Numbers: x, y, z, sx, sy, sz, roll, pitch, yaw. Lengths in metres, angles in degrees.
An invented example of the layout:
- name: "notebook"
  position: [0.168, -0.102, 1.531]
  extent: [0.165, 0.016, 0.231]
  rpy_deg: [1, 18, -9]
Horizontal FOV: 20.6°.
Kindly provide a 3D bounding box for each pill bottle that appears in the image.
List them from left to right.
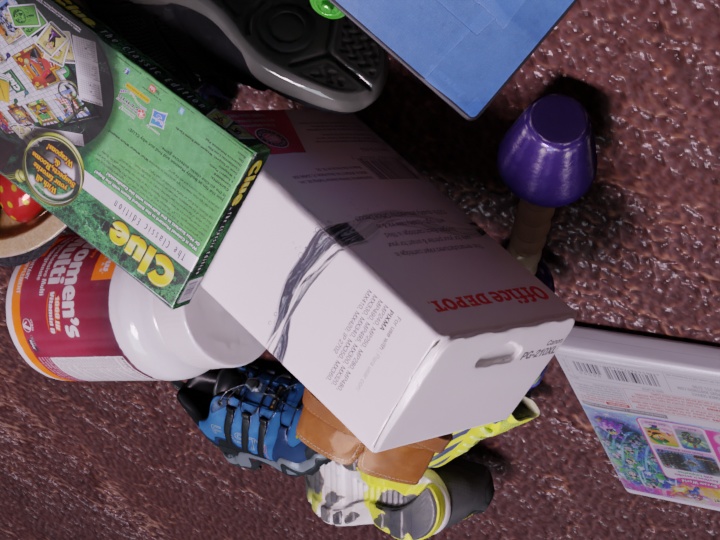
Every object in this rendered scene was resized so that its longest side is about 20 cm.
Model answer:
- name: "pill bottle"
  position: [-0.155, 0.024, 1.411]
  extent: [0.199, 0.110, 0.110]
  rpy_deg: [-4, 139, 46]

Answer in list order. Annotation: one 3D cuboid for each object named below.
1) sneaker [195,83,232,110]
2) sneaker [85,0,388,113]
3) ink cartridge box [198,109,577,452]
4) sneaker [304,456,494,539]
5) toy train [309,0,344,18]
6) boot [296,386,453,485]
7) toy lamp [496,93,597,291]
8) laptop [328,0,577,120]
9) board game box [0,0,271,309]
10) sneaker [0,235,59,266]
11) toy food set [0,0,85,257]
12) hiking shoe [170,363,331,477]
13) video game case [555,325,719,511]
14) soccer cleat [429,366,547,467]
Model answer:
- name: "sneaker"
  position: [-0.161, -0.093, 1.258]
  extent: [0.199, 0.076, 0.079]
  rpy_deg: [-5, 135, 44]
- name: "sneaker"
  position: [-0.072, -0.131, 1.108]
  extent: [0.198, 0.076, 0.114]
  rpy_deg: [25, 155, 13]
- name: "ink cartridge box"
  position: [0.000, 0.000, 1.106]
  extent: [0.200, 0.144, 0.085]
  rpy_deg: [43, 117, 25]
- name: "sneaker"
  position: [0.026, 0.164, 1.527]
  extent: [0.084, 0.075, 0.200]
  rpy_deg: [-4, -168, -32]
- name: "toy train"
  position: [-0.067, -0.202, 1.018]
  extent: [0.199, 0.042, 0.056]
  rpy_deg: [35, 142, -13]
- name: "boot"
  position: [-0.012, 0.042, 1.277]
  extent: [0.199, 0.077, 0.156]
  rpy_deg: [25, 124, -2]
- name: "toy lamp"
  position: [0.099, -0.034, 1.137]
  extent: [0.058, 0.058, 0.200]
  rpy_deg: [23, 152, 8]
- name: "laptop"
  position: [0.062, -0.186, 0.840]
  extent: [0.187, 0.116, 0.200]
  rpy_deg: [38, 151, -21]
- name: "board game box"
  position: [-0.150, -0.079, 1.078]
  extent: [0.200, 0.023, 0.105]
  rpy_deg: [38, 112, 15]
- name: "sneaker"
  position: [-0.228, -0.103, 1.238]
  extent: [0.081, 0.073, 0.202]
  rpy_deg: [11, 108, 60]
- name: "toy food set"
  position: [-0.233, -0.103, 1.155]
  extent: [0.199, 0.049, 0.199]
  rpy_deg: [-15, 94, 29]
- name: "hiking shoe"
  position: [-0.074, 0.110, 1.523]
  extent: [0.087, 0.075, 0.200]
  rpy_deg: [39, 151, -23]
- name: "video game case"
  position: [0.239, 0.107, 1.288]
  extent: [0.199, 0.024, 0.182]
  rpy_deg: [8, 147, 32]
- name: "soccer cleat"
  position: [0.079, 0.097, 1.375]
  extent: [0.083, 0.065, 0.200]
  rpy_deg: [23, 153, 3]
